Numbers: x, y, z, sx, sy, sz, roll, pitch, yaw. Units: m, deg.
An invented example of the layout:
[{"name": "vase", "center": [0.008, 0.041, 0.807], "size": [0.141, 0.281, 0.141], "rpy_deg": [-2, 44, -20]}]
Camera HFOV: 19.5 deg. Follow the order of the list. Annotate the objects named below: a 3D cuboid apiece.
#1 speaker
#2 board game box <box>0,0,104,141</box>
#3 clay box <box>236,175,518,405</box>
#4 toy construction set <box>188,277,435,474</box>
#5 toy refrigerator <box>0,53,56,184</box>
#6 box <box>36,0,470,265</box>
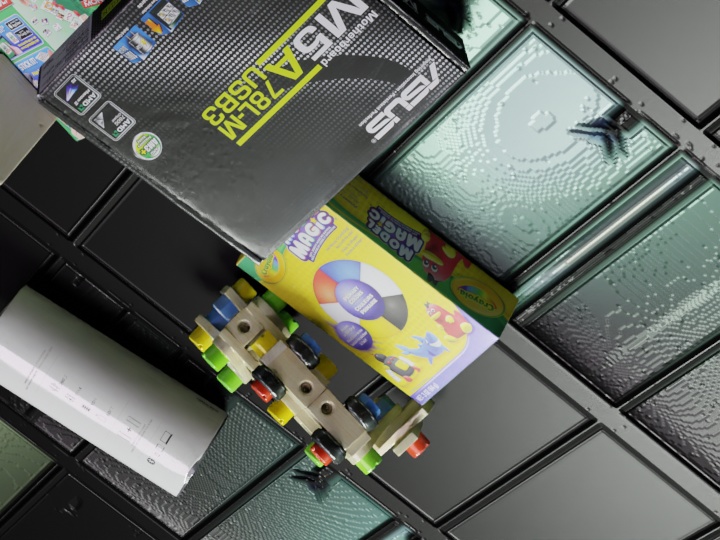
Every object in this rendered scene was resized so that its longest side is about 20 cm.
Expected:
[{"name": "speaker", "center": [-0.210, 0.096, 1.689], "size": [0.199, 0.081, 0.081], "rpy_deg": [32, 140, -2]}, {"name": "board game box", "center": [-0.189, -0.159, 1.416], "size": [0.135, 0.029, 0.200], "rpy_deg": [48, 153, -18]}, {"name": "clay box", "center": [0.000, 0.000, 1.487], "size": [0.199, 0.048, 0.115], "rpy_deg": [36, 140, -7]}, {"name": "toy construction set", "center": [-0.037, 0.088, 1.549], "size": [0.199, 0.092, 0.131], "rpy_deg": [32, 171, -3]}, {"name": "toy refrigerator", "center": [-0.310, -0.089, 1.542], "size": [0.199, 0.076, 0.070], "rpy_deg": [-13, 125, 50]}, {"name": "box", "center": [-0.067, -0.126, 1.309], "size": [0.200, 0.048, 0.193], "rpy_deg": [-41, 117, 20]}]
